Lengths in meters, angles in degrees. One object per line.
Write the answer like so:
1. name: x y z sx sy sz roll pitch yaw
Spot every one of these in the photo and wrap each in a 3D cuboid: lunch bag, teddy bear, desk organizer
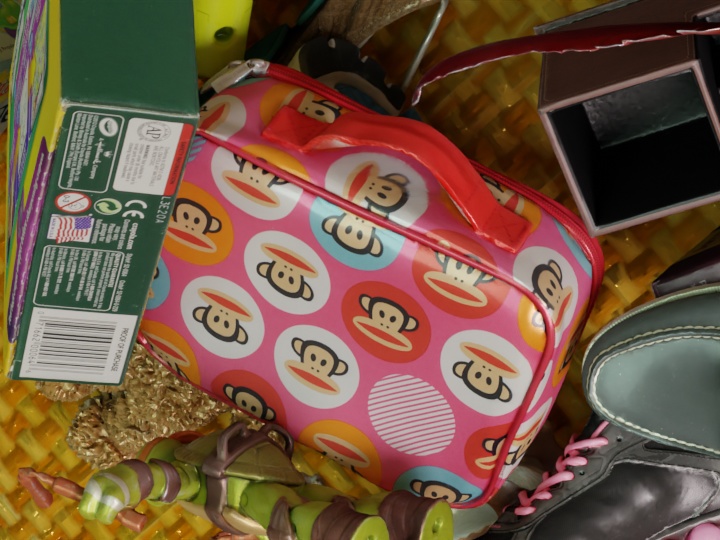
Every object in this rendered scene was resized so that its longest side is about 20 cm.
1. lunch bag: 0.000 0.000 0.883 0.200 0.082 0.176 28 136 10
2. teddy bear: -0.097 0.050 1.062 0.200 0.067 0.145 -4 107 29
3. desk organizer: 0.176 -0.085 0.830 0.200 0.077 0.072 -17 118 17

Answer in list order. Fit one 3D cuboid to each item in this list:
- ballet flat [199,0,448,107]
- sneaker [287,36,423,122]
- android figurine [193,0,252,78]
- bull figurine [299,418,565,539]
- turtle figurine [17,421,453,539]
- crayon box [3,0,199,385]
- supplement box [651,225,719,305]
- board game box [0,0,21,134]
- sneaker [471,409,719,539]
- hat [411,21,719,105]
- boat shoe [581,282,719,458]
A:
1. ballet flat: -0.016 -0.101 0.980 0.072 0.068 0.200 43 118 -11
2. sneaker: 0.015 -0.018 0.968 0.087 0.075 0.200 -31 106 38
3. android figurine: -0.095 -0.174 0.941 0.182 0.041 0.200 -121 32 -41
4. bull figurine: 0.037 0.138 1.012 0.200 0.065 0.121 -32 123 25
5. turtle figurine: -0.040 0.101 0.891 0.161 0.200 0.064 14 85 33
6. crayon box: -0.113 -0.076 0.852 0.058 0.173 0.200 5 146 -14
7. supplement box: 0.239 -0.006 0.841 0.200 0.110 0.086 -24 94 31
8. board game box: -0.264 -0.085 1.084 0.103 0.105 0.200 47 122 6
9. sneaker: 0.108 0.104 0.926 0.079 0.200 0.095 -179 74 -74
10. hat: 0.163 -0.127 0.789 0.176 0.200 0.166 -3 74 58
11. boat shoe: 0.175 0.049 0.791 0.200 0.062 0.073 4 109 27
